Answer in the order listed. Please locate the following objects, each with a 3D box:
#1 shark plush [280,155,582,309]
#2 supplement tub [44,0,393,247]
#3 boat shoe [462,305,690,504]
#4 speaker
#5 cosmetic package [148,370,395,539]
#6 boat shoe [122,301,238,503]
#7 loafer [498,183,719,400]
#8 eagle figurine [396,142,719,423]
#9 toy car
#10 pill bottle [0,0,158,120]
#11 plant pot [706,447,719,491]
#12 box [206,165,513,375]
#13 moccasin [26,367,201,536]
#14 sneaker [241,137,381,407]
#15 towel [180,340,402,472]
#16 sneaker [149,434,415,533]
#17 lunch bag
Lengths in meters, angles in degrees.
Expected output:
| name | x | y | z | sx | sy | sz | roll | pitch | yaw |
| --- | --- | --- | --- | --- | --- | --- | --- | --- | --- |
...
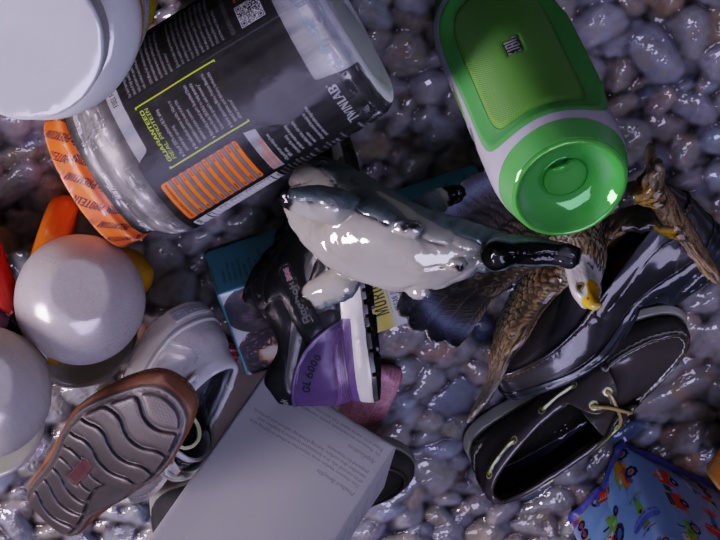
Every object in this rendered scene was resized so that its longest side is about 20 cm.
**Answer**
| name | x | y | z | sx | sy | sz | roll | pitch | yaw |
| --- | --- | --- | --- | --- | --- | --- | --- | --- | --- |
| shark plush | 0.036 | -0.035 | 1.375 | 0.199 | 0.083 | 0.091 | 0 | 127 | 31 |
| supplement tub | -0.090 | -0.105 | 1.400 | 0.199 | 0.123 | 0.123 | -30 | 130 | 10 |
| boat shoe | 0.170 | 0.104 | 1.682 | 0.201 | 0.061 | 0.072 | -37 | 128 | 15 |
| speaker | 0.104 | -0.111 | 1.397 | 0.088 | 0.200 | 0.089 | -8 | 130 | -9 |
| cosmetic package | -0.073 | 0.184 | 1.544 | 0.113 | 0.200 | 0.081 | 32 | 157 | 10 |
| boat shoe | -0.130 | 0.108 | 1.552 | 0.072 | 0.069 | 0.200 | -12 | 144 | -40 |
| loafer | 0.167 | 0.013 | 1.609 | 0.200 | 0.073 | 0.072 | -40 | 120 | 5 |
| eagle figurine | 0.124 | -0.007 | 1.502 | 0.199 | 0.151 | 0.152 | -27 | 92 | 10 |
| toy car | -0.237 | 0.034 | 1.454 | 0.150 | 0.175 | 0.200 | 44 | 75 | 1 |
| pill bottle | -0.176 | -0.149 | 1.275 | 0.112 | 0.200 | 0.113 | 0 | 107 | -1 |
| plant pot | 0.397 | 0.138 | 1.701 | 0.200 | 0.200 | 0.184 | 29 | 101 | -33 |
| box | 0.000 | 0.000 | 1.558 | 0.199 | 0.049 | 0.083 | -19 | 131 | -1 |
| moccasin | -0.155 | 0.113 | 1.478 | 0.074 | 0.078 | 0.202 | 40 | 143 | 2 |
| sneaker | -0.039 | -0.008 | 1.480 | 0.087 | 0.076 | 0.201 | -5 | 91 | 5 |
| towel | -0.082 | 0.114 | 1.647 | 0.199 | 0.023 | 0.145 | 9 | 124 | -22 |
| sneaker | -0.050 | 0.191 | 1.627 | 0.199 | 0.107 | 0.075 | -14 | 138 | 0 |
| lunch bag | 0.285 | 0.235 | 1.762 | 0.199 | 0.151 | 0.094 | 15 | 124 | -25 |
